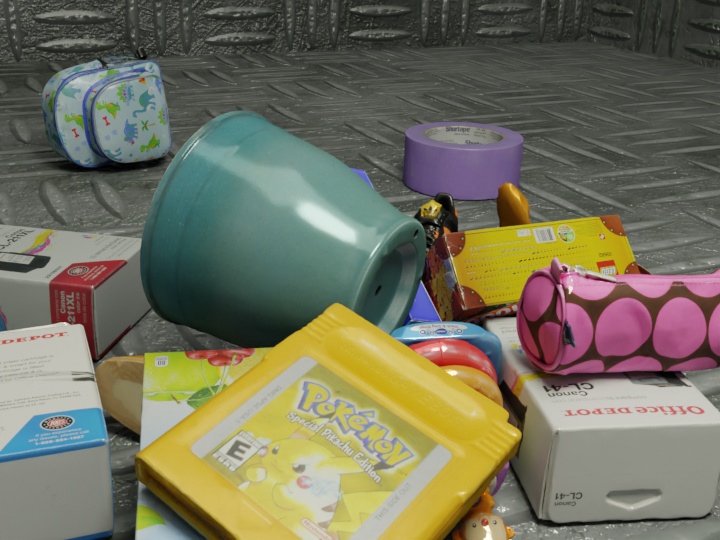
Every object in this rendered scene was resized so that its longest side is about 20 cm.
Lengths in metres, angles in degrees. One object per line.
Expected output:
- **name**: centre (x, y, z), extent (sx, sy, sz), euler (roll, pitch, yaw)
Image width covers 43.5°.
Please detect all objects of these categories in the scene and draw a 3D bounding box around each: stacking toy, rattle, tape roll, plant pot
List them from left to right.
- **plant pot**: centre (-0.053, -0.011, 0.778), extent (0.187, 0.202, 0.200), euler (24, 29, 23)
- **stacking toy**: centre (0.072, 0.139, 0.691), extent (0.115, 0.111, 0.201), euler (-1, 33, -8)
- **tape roll**: centre (0.171, -0.188, 1.519), extent (0.197, 0.086, 0.200), euler (1, 22, 0)
- **rattle**: centre (0.260, -0.042, 1.095), extent (0.197, 0.145, 0.130), euler (-6, 4, -5)

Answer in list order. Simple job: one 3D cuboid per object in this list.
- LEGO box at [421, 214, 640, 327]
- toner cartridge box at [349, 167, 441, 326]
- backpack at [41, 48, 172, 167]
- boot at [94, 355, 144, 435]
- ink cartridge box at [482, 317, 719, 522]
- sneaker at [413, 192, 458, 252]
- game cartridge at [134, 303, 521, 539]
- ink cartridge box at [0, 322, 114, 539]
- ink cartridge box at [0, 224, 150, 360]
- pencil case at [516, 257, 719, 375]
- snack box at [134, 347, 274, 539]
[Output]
- **LEGO box**: centre (0.151, 0.019, 0.899), extent (0.198, 0.078, 0.149), euler (-7, -22, -21)
- **toner cartridge box**: centre (0.000, 0.000, 0.892), extent (0.043, 0.095, 0.201), euler (7, 46, -40)
- **backpack**: centre (-0.427, -0.266, 1.535), extent (0.198, 0.185, 0.147), euler (-18, 27, -30)
- **boot**: centre (-0.118, 0.101, 0.805), extent (0.199, 0.072, 0.144), euler (12, 18, 12)
- **ink cartridge box**: centre (0.192, 0.114, 0.758), extent (0.146, 0.087, 0.200), euler (-1, 20, -8)
- **sneaker**: centre (0.078, -0.038, 1.124), extent (0.069, 0.091, 0.200), euler (8, 22, 16)
- **game cartridge**: centre (-0.014, 0.116, 0.586), extent (0.175, 0.033, 0.200), euler (30, 47, 25)
- **ink cartridge box**: centre (-0.274, 0.125, 0.692), extent (0.144, 0.085, 0.200), euler (-7, 22, -19)
- **ink cartridge box**: centre (-0.341, 0.018, 0.959), extent (0.197, 0.084, 0.146), euler (6, 22, 9)
- **pencil case**: centre (0.230, 0.035, 0.720), extent (0.198, 0.095, 0.091), euler (-1, 22, -17)
- **snack box**: centre (-0.068, 0.142, 0.628), extent (0.166, 0.068, 0.201), euler (-2, 39, -10)
